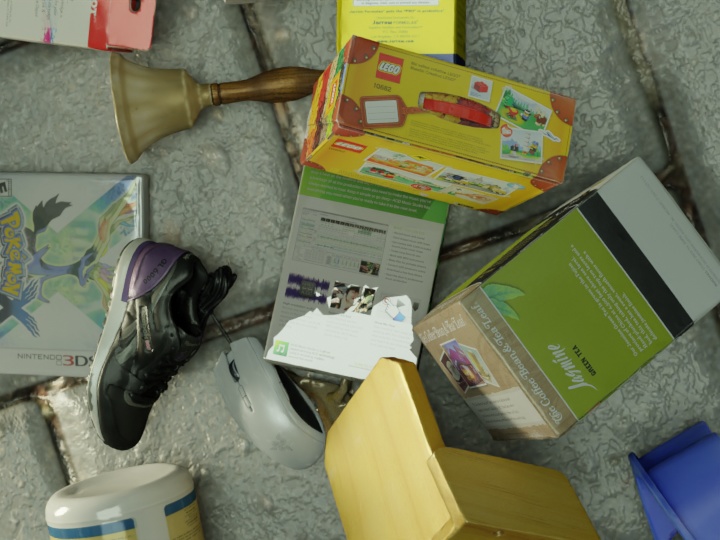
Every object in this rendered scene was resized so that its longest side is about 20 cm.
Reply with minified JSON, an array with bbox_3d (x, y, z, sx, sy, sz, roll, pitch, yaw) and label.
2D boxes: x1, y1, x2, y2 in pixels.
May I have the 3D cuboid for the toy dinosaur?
[{"bbox_3d":[0.001,0.147,1.204,0.200,0.058,0.101,47,115,11],"label":"toy dinosaur"}]

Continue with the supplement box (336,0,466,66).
[{"bbox_3d":[0.039,-0.277,1.126,0.108,0.109,0.204,1,94,9],"label":"supplement box"}]

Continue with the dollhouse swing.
[{"bbox_3d":[0.079,0.198,1.100,0.179,0.178,0.201,13,136,-20],"label":"dollhouse swing"}]

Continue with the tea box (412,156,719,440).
[{"bbox_3d":[0.169,0.032,1.056,0.196,0.200,0.134,-37,88,-11],"label":"tea box"}]

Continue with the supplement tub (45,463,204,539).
[{"bbox_3d":[-0.213,0.298,1.197,0.142,0.145,0.203,-10,93,10],"label":"supplement tub"}]

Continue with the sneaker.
[{"bbox_3d":[-0.196,0.076,1.179,0.086,0.075,0.203,13,96,28],"label":"sneaker"}]

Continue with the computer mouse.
[{"bbox_3d":[-0.107,0.104,1.193,0.110,0.044,0.201,-44,78,25],"label":"computer mouse"}]

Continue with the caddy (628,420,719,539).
[{"bbox_3d":[0.314,0.232,1.106,0.105,0.141,0.201,-37,87,7],"label":"caddy"}]

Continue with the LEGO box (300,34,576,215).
[{"bbox_3d":[0.061,-0.119,1.078,0.197,0.149,0.078,14,79,-13],"label":"LEGO box"}]

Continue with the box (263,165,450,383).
[{"bbox_3d":[0.000,0.000,1.163,0.142,0.036,0.203,12,83,3],"label":"box"}]

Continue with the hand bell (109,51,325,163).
[{"bbox_3d":[-0.129,-0.169,1.187,0.197,0.104,0.106,-10,93,-2],"label":"hand bell"}]

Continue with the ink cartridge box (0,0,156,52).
[{"bbox_3d":[-0.278,-0.273,1.200,0.197,0.067,0.118,9,97,9],"label":"ink cartridge box"}]

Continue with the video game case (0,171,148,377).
[{"bbox_3d":[-0.298,0.004,1.249,0.179,0.022,0.204,1,95,9],"label":"video game case"}]

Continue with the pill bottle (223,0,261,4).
[{"bbox_3d":[-0.112,-0.351,1.144,0.109,0.111,0.203,-11,93,10],"label":"pill bottle"}]
